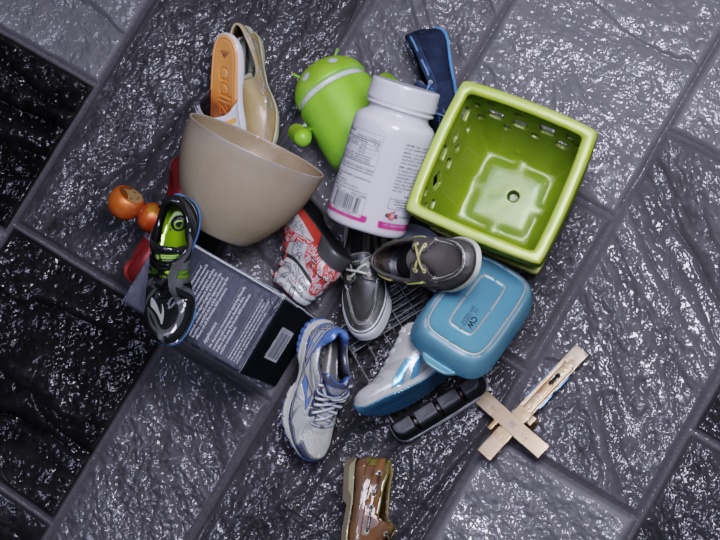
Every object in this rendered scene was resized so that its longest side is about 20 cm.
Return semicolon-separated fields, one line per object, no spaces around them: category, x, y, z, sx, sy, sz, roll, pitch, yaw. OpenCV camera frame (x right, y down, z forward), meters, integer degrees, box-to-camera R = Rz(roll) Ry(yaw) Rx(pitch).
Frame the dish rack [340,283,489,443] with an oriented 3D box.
dish rack;0.069;0.122;1.684;0.153;0.055;0.200;-31;74;2

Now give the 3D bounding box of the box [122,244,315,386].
box;-0.191;0.055;1.667;0.196;0.200;0.124;31;86;15

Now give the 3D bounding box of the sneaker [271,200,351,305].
sneaker;-0.095;-0.036;1.709;0.108;0.067;0.201;-48;43;13

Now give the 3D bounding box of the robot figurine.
robot figurine;-0.019;-0.223;1.730;0.175;0.116;0.200;-30;77;-2

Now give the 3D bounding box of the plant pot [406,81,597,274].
plant pot;0.197;-0.114;1.636;0.200;0.181;0.199;24;84;14

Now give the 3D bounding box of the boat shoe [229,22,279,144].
boat shoe;-0.171;-0.272;1.788;0.072;0.076;0.200;-15;78;7

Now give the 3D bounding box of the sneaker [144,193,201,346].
sneaker;-0.249;-0.003;1.542;0.071;0.083;0.200;3;80;11

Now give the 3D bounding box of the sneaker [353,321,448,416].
sneaker;0.070;0.123;1.622;0.200;0.077;0.081;-35;67;-6

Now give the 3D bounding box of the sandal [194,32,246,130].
sandal;-0.212;-0.243;1.754;0.079;0.059;0.207;20;119;39

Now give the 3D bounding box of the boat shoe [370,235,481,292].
boat shoe;0.084;-0.010;1.573;0.060;0.201;0.072;8;83;-28

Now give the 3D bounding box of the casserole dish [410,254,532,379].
casserole dish;0.152;0.054;1.587;0.121;0.039;0.200;32;59;13

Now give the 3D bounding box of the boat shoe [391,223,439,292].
boat shoe;0.129;0.009;1.684;0.200;0.066;0.070;36;91;19

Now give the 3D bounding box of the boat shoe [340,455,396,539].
boat shoe;0.013;0.355;1.639;0.068;0.072;0.201;-3;79;11

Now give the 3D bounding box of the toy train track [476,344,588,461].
toy train track;0.239;0.185;1.653;0.200;0.033;0.115;-46;68;-6

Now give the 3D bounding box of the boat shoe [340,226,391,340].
boat shoe;0.000;0.000;1.684;0.071;0.064;0.200;-11;60;18

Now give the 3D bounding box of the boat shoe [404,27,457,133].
boat shoe;0.100;-0.255;1.738;0.068;0.084;0.200;-3;64;-9

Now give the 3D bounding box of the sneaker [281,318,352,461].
sneaker;-0.055;0.167;1.661;0.077;0.085;0.201;5;88;-33

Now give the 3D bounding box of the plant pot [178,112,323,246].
plant pot;-0.168;-0.113;1.641;0.200;0.200;0.135;29;101;14

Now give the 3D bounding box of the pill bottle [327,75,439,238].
pill bottle;0.034;-0.154;1.616;0.113;0.113;0.200;20;102;13

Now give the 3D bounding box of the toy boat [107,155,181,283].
toy boat;-0.304;-0.080;1.737;0.131;0.130;0.200;31;85;-14
